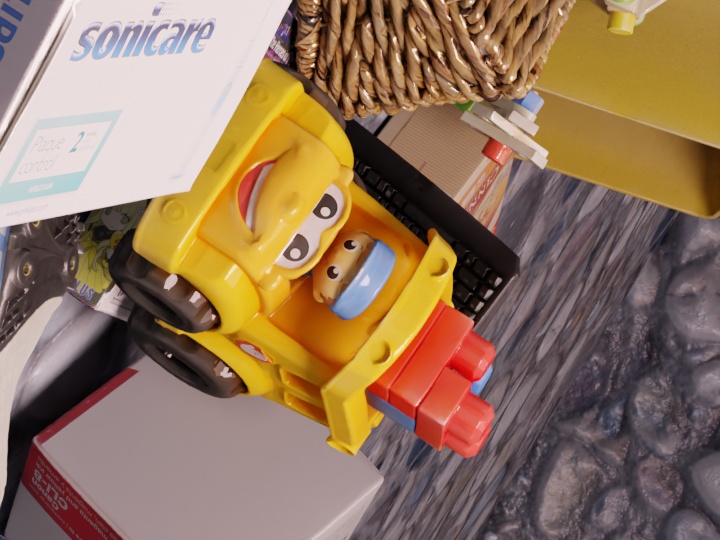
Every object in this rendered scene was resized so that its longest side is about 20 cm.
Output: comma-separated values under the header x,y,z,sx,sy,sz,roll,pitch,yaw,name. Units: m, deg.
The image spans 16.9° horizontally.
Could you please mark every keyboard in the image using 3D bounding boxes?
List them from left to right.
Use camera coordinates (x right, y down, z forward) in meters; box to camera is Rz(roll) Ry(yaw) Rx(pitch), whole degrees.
x,y,z,sx,sy,sz,roll,pitch,yaw,name
0.000,0.000,1.350,0.021,0.200,0.127,25,102,-42,keyboard

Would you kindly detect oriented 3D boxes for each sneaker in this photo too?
x,y,z,sx,sy,sz,roll,pitch,yaw,name
-0.177,0.029,1.080,0.072,0.072,0.201,21,87,-70,sneaker

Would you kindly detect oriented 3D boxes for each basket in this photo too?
x,y,z,sx,sy,sz,roll,pitch,yaw,name
0.031,-0.191,1.268,0.143,0.148,0.201,56,46,-32,basket

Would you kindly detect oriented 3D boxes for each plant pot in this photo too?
x,y,z,sx,sy,sz,roll,pitch,yaw,name
0.212,-0.166,1.770,0.200,0.199,0.178,132,-26,-79,plant pot

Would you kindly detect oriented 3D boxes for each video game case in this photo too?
x,y,z,sx,sy,sz,roll,pitch,yaw,name
-0.080,-0.051,1.305,0.182,0.036,0.200,-58,168,0,video game case

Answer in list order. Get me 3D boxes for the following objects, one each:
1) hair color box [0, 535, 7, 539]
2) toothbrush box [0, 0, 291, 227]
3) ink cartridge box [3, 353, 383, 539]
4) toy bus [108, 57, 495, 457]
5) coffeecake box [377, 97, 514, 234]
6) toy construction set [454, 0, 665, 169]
x,y,z,sx,sy,sz,roll,pitch,yaw,name
-0.198,0.187,0.986,0.200,0.060,0.100,-29,146,-64,hair color box
-0.129,-0.100,0.613,0.086,0.199,0.146,-61,168,15,toothbrush box
-0.106,0.154,1.377,0.145,0.145,0.200,-38,164,-35,ink cartridge box
-0.011,0.013,1.199,0.136,0.191,0.200,-53,166,-15,toy bus
0.040,-0.036,1.722,0.154,0.073,0.200,-53,167,-25,coffeecake box
0.124,-0.158,1.616,0.200,0.131,0.092,-55,167,-14,toy construction set
